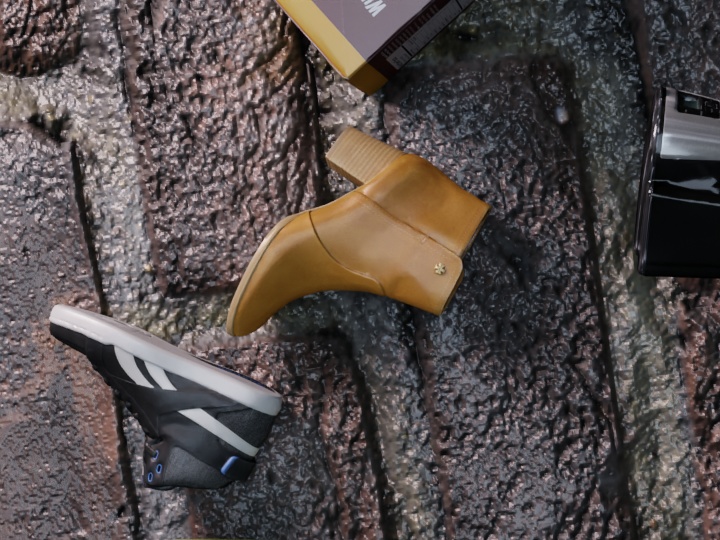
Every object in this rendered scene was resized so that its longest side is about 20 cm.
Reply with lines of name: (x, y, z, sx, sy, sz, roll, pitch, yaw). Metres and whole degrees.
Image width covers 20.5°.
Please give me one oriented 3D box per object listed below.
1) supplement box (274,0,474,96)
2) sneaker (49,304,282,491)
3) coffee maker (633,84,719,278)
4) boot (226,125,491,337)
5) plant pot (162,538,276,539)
supplement box: (0.007, -0.276, 1.525, 0.200, 0.133, 0.197, -42, 85, 5)
sneaker: (-0.173, 0.111, 1.578, 0.199, 0.073, 0.112, 23, 91, 6)
coffee maker: (0.305, -0.035, 1.483, 0.199, 0.135, 0.193, 4, 91, 8)
boot: (0.000, 0.000, 1.555, 0.144, 0.071, 0.201, 34, 89, 10)
plant pot: (-0.091, 0.303, 1.498, 0.200, 0.200, 0.185, 1, 87, 8)
